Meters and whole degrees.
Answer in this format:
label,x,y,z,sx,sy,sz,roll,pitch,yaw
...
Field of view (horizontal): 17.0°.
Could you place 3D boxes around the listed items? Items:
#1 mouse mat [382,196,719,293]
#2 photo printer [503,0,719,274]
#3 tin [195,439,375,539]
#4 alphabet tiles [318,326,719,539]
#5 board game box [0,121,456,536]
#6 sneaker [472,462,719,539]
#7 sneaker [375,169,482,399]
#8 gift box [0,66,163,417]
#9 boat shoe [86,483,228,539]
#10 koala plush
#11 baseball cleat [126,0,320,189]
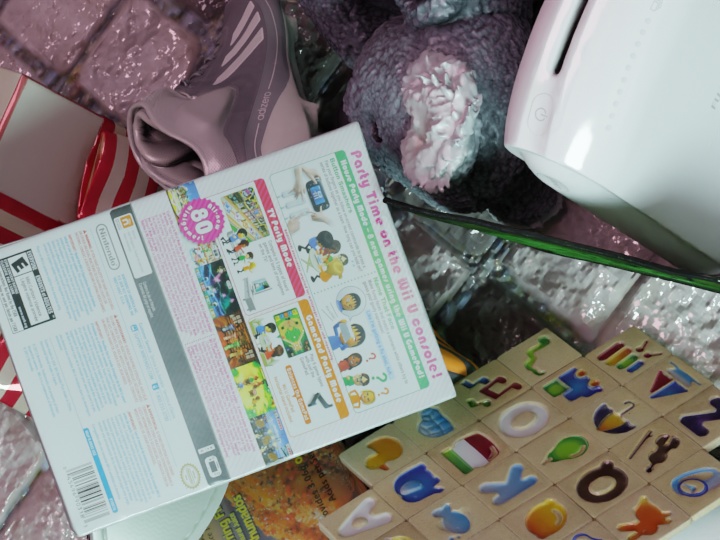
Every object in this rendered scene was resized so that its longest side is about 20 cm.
label,x,y,z,sx,sy,sz,roll,pitch,yaw
mouse mat,0.127,-0.003,1.179,0.200,0.161,0.008,16,91,35
photo printer,0.153,-0.099,1.170,0.069,0.200,0.167,24,87,36
tin,-0.049,0.129,1.252,0.112,0.042,0.200,-30,45,1
alphabet tiles,0.086,0.099,1.184,0.200,0.006,0.166,-30,39,-18
board game box,-0.072,0.029,1.197,0.200,0.064,0.148,-19,88,-8
sneaker,0.103,0.140,1.182,0.200,0.076,0.081,-9,60,1
sneaker,0.000,0.000,1.313,0.200,0.078,0.112,25,80,27
gift box,-0.185,-0.020,1.378,0.187,0.200,0.185,19,89,51
boat shoe,-0.102,0.068,1.264,0.060,0.076,0.200,-14,53,59
koala plush,0.044,-0.121,1.257,0.184,0.177,0.200,-19,70,17
baseball cleat,-0.078,-0.101,1.319,0.200,0.106,0.070,-112,22,-59
